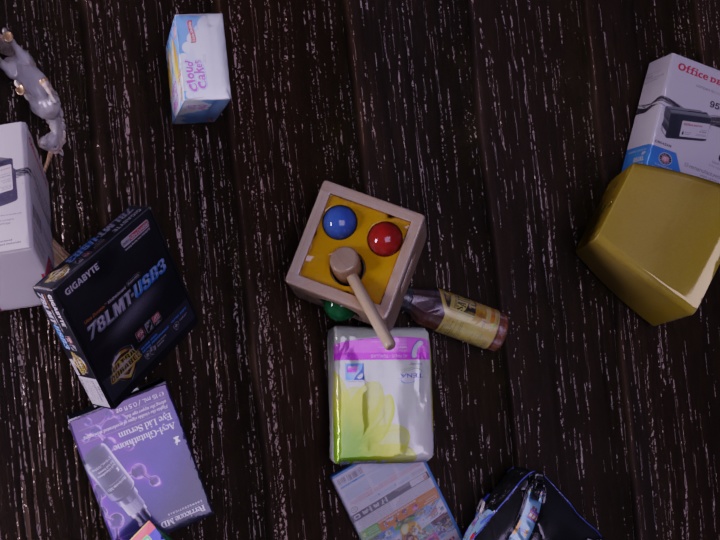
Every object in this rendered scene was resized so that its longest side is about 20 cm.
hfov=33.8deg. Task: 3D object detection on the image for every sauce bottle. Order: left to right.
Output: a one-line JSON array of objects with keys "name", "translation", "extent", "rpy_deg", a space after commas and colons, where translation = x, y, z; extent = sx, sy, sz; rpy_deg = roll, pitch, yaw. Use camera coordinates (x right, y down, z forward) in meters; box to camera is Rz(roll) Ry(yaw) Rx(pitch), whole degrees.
[{"name": "sauce bottle", "translation": [0.125, 0.063, 1.794], "extent": [0.198, 0.066, 0.067], "rpy_deg": [20, 83, -14]}]

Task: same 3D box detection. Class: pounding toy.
[{"name": "pounding toy", "translation": [0.000, 0.000, 1.684], "extent": [0.182, 0.142, 0.202], "rpy_deg": [19, 79, 10]}]

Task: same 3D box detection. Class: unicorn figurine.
[{"name": "unicorn figurine", "translation": [-0.453, -0.246, 1.641], "extent": [0.073, 0.137, 0.202], "rpy_deg": [-19, 78, -4]}]

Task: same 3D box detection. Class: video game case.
[{"name": "video game case", "translation": [0.058, 0.365, 1.790], "extent": [0.142, 0.018, 0.202], "rpy_deg": [-27, 94, -14]}]

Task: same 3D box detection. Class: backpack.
[{"name": "backpack", "translation": [0.237, 0.418, 1.772], "extent": [0.183, 0.134, 0.200], "rpy_deg": [45, 78, -9]}]

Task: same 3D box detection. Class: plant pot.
[{"name": "plant pot", "translation": [0.448, -0.053, 1.823], "extent": [0.175, 0.200, 0.201], "rpy_deg": [29, 81, 0]}]

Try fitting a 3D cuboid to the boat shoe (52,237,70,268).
[{"name": "boat shoe", "translation": [-0.385, 0.013, 1.663], "extent": [0.199, 0.074, 0.070], "rpy_deg": [35, 86, -10]}]

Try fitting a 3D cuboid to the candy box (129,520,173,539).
[{"name": "candy box", "translation": [-0.293, 0.449, 1.604], "extent": [0.169, 0.200, 0.077], "rpy_deg": [-44, 64, -12]}]

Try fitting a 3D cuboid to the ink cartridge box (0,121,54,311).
[{"name": "ink cartridge box", "translation": [-0.462, -0.072, 1.570], "extent": [0.083, 0.145, 0.202], "rpy_deg": [-9, 60, -6]}]

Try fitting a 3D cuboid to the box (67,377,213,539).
[{"name": "box", "translation": [-0.308, 0.271, 1.657], "extent": [0.147, 0.104, 0.202], "rpy_deg": [-22, 93, -14]}]

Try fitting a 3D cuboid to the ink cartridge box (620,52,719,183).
[{"name": "ink cartridge box", "translation": [0.517, -0.225, 1.894], "extent": [0.143, 0.084, 0.202], "rpy_deg": [17, 83, -13]}]

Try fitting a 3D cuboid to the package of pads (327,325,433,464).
[{"name": "package of pads", "translation": [0.031, 0.184, 1.757], "extent": [0.152, 0.068, 0.203], "rpy_deg": [1, 81, -13]}]

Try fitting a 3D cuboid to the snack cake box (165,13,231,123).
[{"name": "snack cake box", "translation": [-0.228, -0.276, 1.649], "extent": [0.066, 0.200, 0.117], "rpy_deg": [-4, 89, -13]}]

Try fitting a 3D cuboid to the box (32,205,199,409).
[{"name": "box", "translation": [-0.324, 0.048, 1.607], "extent": [0.200, 0.049, 0.200], "rpy_deg": [-47, 132, -40]}]
